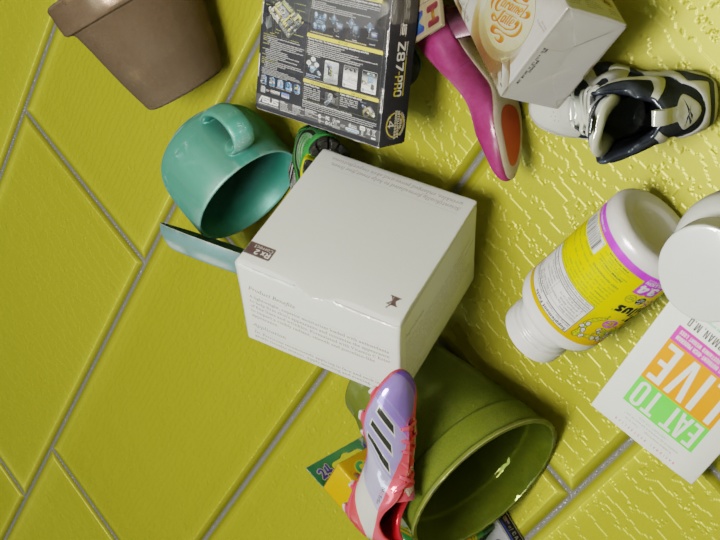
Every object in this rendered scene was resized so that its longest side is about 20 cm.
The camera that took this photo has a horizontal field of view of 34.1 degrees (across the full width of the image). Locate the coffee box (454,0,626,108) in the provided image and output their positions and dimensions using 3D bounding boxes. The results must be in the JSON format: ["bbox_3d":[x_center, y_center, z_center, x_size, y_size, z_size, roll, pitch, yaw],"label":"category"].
[{"bbox_3d":[0.158,-0.270,1.127,0.114,0.079,0.201,-51,46,40],"label":"coffee box"}]

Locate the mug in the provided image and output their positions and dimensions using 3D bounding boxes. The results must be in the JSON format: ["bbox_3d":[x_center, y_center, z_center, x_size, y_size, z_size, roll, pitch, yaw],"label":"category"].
[{"bbox_3d":[-0.165,-0.143,1.461,0.114,0.152,0.185,49,124,20],"label":"mug"}]

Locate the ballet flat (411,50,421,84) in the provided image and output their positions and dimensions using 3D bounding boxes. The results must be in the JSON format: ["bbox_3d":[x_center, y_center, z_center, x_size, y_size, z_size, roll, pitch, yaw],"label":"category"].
[{"bbox_3d":[-0.023,-0.225,1.361,0.199,0.073,0.073,3,107,41],"label":"ballet flat"}]

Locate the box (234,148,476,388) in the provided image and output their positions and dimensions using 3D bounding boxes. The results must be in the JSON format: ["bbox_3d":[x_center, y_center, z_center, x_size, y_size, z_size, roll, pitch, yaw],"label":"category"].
[{"bbox_3d":[0.000,0.000,1.287,0.198,0.200,0.131,21,143,19],"label":"box"}]

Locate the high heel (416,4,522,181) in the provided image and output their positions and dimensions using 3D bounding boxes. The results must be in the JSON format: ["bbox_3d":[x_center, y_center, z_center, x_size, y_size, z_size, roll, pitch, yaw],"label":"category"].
[{"bbox_3d":[0.112,-0.186,1.255,0.096,0.067,0.201,-14,81,34],"label":"high heel"}]

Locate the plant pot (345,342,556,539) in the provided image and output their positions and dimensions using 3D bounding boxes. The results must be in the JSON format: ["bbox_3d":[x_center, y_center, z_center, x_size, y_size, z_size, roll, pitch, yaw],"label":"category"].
[{"bbox_3d":[0.086,0.178,1.342,0.193,0.200,0.201,48,132,33],"label":"plant pot"}]

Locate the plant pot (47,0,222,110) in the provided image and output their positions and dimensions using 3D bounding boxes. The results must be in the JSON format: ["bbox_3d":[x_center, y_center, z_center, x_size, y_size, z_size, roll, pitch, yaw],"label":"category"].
[{"bbox_3d":[-0.267,-0.303,1.485,0.200,0.200,0.175,-13,113,43],"label":"plant pot"}]

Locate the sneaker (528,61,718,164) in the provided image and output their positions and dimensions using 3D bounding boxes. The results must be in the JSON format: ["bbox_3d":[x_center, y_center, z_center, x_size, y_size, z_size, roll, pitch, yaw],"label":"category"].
[{"bbox_3d":[0.226,-0.151,1.124,0.199,0.129,0.080,14,113,38],"label":"sneaker"}]

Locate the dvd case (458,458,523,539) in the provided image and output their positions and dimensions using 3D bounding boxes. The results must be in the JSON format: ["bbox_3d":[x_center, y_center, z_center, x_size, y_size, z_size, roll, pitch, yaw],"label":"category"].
[{"bbox_3d":[0.136,0.342,1.454,0.150,0.025,0.200,-39,78,43],"label":"dvd case"}]

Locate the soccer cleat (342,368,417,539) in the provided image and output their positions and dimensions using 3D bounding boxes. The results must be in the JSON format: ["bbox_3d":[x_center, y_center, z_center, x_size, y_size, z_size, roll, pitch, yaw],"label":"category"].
[{"bbox_3d":[0.034,0.195,1.215,0.076,0.067,0.201,33,122,34],"label":"soccer cleat"}]

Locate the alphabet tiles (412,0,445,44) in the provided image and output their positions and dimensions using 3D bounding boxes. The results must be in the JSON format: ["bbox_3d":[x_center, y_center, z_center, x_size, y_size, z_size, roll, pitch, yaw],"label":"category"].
[{"bbox_3d":[0.048,-0.321,1.240,0.200,0.006,0.167,166,100,-65],"label":"alphabet tiles"}]

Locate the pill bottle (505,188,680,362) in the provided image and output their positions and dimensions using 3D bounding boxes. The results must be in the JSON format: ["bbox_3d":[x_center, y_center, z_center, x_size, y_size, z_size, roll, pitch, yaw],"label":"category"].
[{"bbox_3d":[0.235,0.013,1.193,0.104,0.104,0.200,54,133,12],"label":"pill bottle"}]

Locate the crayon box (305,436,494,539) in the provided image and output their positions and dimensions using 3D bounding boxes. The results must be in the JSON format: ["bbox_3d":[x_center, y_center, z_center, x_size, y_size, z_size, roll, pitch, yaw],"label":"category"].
[{"bbox_3d":[0.047,0.271,1.404,0.200,0.126,0.052,45,130,21],"label":"crayon box"}]

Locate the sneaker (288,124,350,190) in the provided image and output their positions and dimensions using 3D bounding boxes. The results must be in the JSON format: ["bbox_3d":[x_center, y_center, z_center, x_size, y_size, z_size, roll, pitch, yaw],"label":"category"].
[{"bbox_3d":[-0.052,-0.087,1.446,0.085,0.078,0.201,-118,30,-51],"label":"sneaker"}]

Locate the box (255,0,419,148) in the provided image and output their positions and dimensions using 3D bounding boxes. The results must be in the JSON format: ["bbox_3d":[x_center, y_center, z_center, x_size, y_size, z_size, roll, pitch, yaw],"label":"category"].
[{"bbox_3d":[-0.031,-0.236,1.282,0.200,0.049,0.162,22,117,40],"label":"box"}]

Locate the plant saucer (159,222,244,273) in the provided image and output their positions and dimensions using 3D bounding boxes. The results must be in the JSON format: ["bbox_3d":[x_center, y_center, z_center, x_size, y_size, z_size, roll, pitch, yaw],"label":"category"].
[{"bbox_3d":[-0.160,-0.016,1.473,0.200,0.200,0.028,21,91,35],"label":"plant saucer"}]

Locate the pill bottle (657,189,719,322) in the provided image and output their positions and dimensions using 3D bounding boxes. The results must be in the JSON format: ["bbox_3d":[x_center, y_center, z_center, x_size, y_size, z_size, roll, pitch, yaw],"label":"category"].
[{"bbox_3d":[0.340,-0.022,1.020,0.112,0.200,0.113,16,115,37],"label":"pill bottle"}]

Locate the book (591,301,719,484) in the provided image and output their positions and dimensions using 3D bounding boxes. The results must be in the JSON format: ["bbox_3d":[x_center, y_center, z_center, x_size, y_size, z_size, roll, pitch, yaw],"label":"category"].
[{"bbox_3d":[0.341,0.103,1.177,0.134,0.048,0.200,41,126,18],"label":"book"}]
